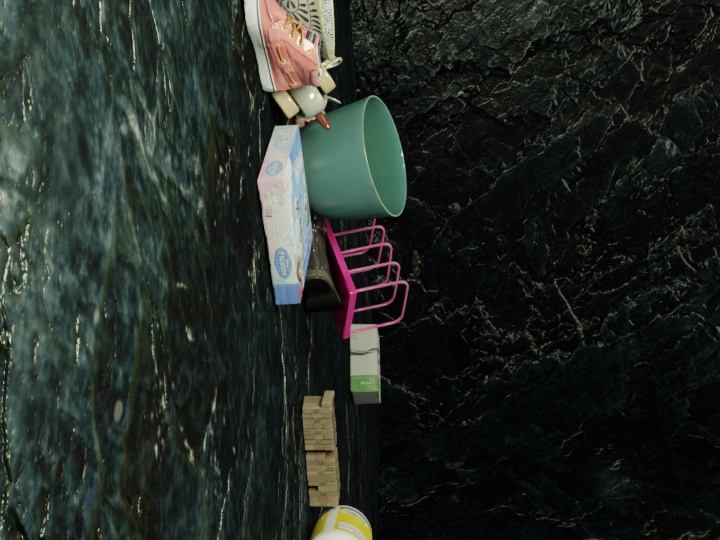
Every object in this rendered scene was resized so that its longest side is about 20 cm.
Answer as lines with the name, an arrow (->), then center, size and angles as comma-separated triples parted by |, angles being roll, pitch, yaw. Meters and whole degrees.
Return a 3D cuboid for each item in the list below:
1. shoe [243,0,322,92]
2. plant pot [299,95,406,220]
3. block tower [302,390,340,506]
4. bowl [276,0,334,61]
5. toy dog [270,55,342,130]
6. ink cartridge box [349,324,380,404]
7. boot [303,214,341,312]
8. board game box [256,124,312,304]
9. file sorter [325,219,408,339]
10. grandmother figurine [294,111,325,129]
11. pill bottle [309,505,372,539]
shoe -> -0.103, -0.331, 1.187 | 0.201, 0.090, 0.072 | 82, 7, -54
plant pot -> -0.030, -0.175, 1.455 | 0.200, 0.159, 0.203 | -11, 90, -69
block tower -> -0.070, 0.317, 1.533 | 0.054, 0.057, 0.203 | -79, 167, -74
bowl -> -0.096, -0.420, 1.317 | 0.201, 0.093, 0.204 | -4, 90, -86
toy dog -> -0.078, -0.266, 1.379 | 0.097, 0.131, 0.200 | 57, 19, -9
ink cartridge box -> 0.014, 0.272, 2.508 | 0.146, 0.083, 0.203 | 79, 10, -67
boot -> -0.076, -0.028, 1.578 | 0.201, 0.068, 0.176 | 85, 1, -64
board game box -> -0.109, -0.087, 1.293 | 0.201, 0.043, 0.201 | -86, 171, -59
file sorter -> 0.000, 0.000, 1.656 | 0.140, 0.124, 0.201 | 99, -25, -50
grandmother figurine -> -0.095, -0.273, 1.559 | 0.121, 0.060, 0.203 | -19, 111, -57
pill bottle -> -0.039, 0.486, 1.473 | 0.200, 0.110, 0.113 | -28, 115, -85
